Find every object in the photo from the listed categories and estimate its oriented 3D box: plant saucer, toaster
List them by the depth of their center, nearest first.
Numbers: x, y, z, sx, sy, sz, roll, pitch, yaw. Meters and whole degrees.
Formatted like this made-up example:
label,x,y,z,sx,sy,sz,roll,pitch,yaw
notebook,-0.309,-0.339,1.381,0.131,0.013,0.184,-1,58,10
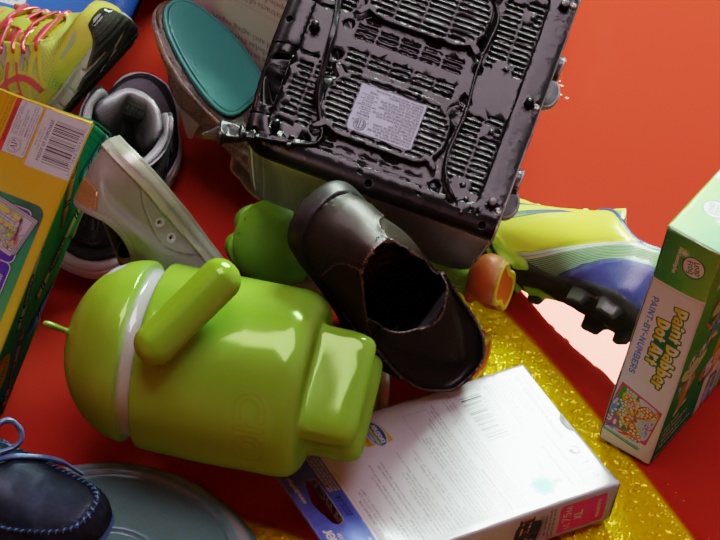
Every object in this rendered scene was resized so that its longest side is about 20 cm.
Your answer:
label,x,y,z,sx,sy,sz,roll,pitch,yaw
plant saucer,-0.150,0.185,1.501,0.199,0.027,0.200,5,43,-5
toaster,0.023,-0.115,1.591,0.199,0.119,0.181,20,73,2

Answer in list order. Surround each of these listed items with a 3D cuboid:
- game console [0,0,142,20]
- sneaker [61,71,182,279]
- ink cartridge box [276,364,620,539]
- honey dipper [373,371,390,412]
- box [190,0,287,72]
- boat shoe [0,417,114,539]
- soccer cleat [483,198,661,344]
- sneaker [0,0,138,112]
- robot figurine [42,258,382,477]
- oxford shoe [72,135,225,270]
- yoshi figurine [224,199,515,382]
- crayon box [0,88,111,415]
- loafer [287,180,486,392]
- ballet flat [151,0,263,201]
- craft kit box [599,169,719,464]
label,x,y,z,sx,sy,sz,roll,pitch,yaw
game console,-0.248,-0.213,1.872,0.199,0.118,0.171,15,56,8
sneaker,-0.158,-0.094,1.726,0.075,0.114,0.200,19,44,-4
ink cartridge box,0.048,0.134,1.576,0.199,0.042,0.119,-14,46,-26
honey dipper,-0.081,0.075,1.624,0.199,0.038,0.038,4,43,-1
box,-0.003,-0.188,1.815,0.200,0.172,0.199,29,47,22
boat shoe,-0.244,0.127,1.485,0.199,0.069,0.084,7,41,21
soccer cleat,0.140,-0.018,1.709,0.200,0.065,0.084,30,69,40
sneaker,-0.224,-0.149,1.716,0.090,0.200,0.078,47,60,-9
robot figurine,-0.091,0.059,1.522,0.199,0.176,0.116,11,76,10
oxford shoe,-0.119,-0.003,1.613,0.058,0.200,0.075,-42,33,-5
yoshi figurine,-0.006,0.004,1.661,0.199,0.112,0.113,19,50,15
crayon box,-0.253,-0.019,1.593,0.118,0.058,0.201,21,85,10
loafer,0.025,0.025,1.545,0.073,0.200,0.071,-49,47,-3
ballet flat,-0.085,-0.100,1.748,0.200,0.067,0.068,49,47,4
craft kit box,0.242,-0.001,1.636,0.048,0.198,0.200,28,47,20
